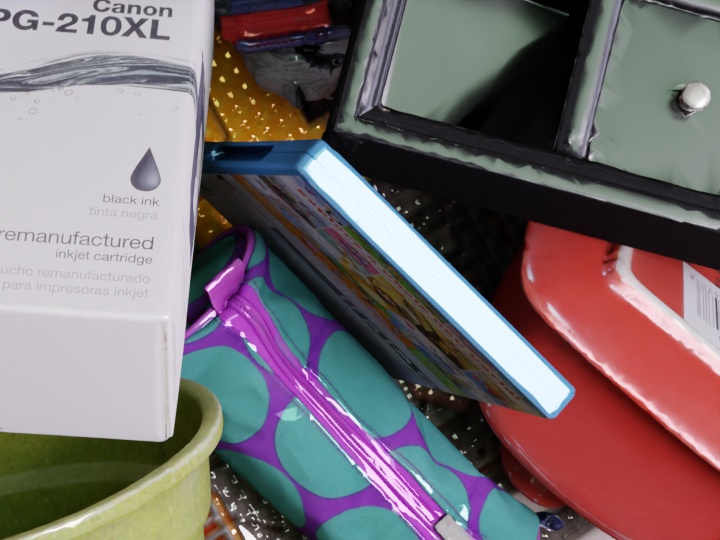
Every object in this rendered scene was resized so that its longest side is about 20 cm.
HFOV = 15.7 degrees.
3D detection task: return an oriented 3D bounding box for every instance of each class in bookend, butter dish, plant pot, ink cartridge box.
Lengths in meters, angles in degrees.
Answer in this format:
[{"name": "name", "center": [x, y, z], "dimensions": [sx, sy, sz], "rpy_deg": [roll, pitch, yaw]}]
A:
[{"name": "bookend", "center": [0.104, -0.116, 1.041], "dimensions": [0.200, 0.092, 0.199], "rpy_deg": [16, 83, -4]}, {"name": "butter dish", "center": [0.121, 0.052, 1.161], "dimensions": [0.200, 0.148, 0.200], "rpy_deg": [39, 30, -12]}, {"name": "plant pot", "center": [-0.132, 0.162, 1.037], "dimensions": [0.200, 0.200, 0.185], "rpy_deg": [-19, 106, -21]}, {"name": "ink cartridge box", "center": [-0.136, -0.041, 1.017], "dimensions": [0.144, 0.084, 0.200], "rpy_deg": [4, 51, -1]}]

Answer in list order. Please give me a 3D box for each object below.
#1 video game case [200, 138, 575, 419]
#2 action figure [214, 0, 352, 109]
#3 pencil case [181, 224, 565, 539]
[{"name": "video game case", "center": [0.000, 0.000, 1.076], "dimensions": [0.143, 0.200, 0.018], "rpy_deg": [45, 80, -14]}, {"name": "action figure", "center": [-0.013, -0.167, 1.134], "dimensions": [0.200, 0.105, 0.194], "rpy_deg": [1, 93, 0]}, {"name": "pencil case", "center": [-0.009, 0.075, 1.129], "dimensions": [0.200, 0.092, 0.085], "rpy_deg": [45, 74, -13]}]
